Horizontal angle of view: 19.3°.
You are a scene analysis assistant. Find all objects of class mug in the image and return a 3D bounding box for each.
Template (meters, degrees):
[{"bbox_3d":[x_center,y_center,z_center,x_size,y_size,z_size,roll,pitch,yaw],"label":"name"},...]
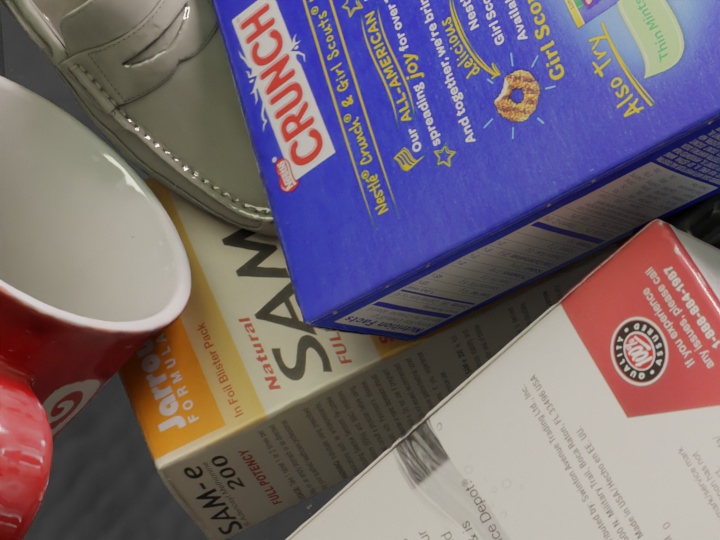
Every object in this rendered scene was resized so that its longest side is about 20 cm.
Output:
[{"bbox_3d":[-0.176,0.048,0.754,0.133,0.178,0.200,38,115,-8],"label":"mug"}]

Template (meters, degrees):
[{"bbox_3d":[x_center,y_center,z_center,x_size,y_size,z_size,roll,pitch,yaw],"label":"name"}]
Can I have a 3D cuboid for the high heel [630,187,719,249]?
[{"bbox_3d":[0.128,-0.106,0.764,0.142,0.071,0.200,-37,54,16],"label":"high heel"}]

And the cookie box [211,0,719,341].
[{"bbox_3d":[0.054,-0.092,0.718,0.200,0.075,0.172,-27,68,26],"label":"cookie box"}]

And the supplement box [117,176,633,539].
[{"bbox_3d":[0.000,0.000,0.823,0.200,0.074,0.126,-27,57,-1],"label":"supplement box"}]

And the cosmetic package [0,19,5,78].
[{"bbox_3d":[-0.220,-0.116,0.943,0.106,0.090,0.201,-12,61,8],"label":"cosmetic package"}]

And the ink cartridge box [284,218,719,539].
[{"bbox_3d":[0.077,0.106,0.693,0.200,0.083,0.147,-42,55,21],"label":"ink cartridge box"}]

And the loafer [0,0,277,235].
[{"bbox_3d":[-0.087,-0.091,0.775,0.200,0.070,0.070,43,87,0],"label":"loafer"}]
